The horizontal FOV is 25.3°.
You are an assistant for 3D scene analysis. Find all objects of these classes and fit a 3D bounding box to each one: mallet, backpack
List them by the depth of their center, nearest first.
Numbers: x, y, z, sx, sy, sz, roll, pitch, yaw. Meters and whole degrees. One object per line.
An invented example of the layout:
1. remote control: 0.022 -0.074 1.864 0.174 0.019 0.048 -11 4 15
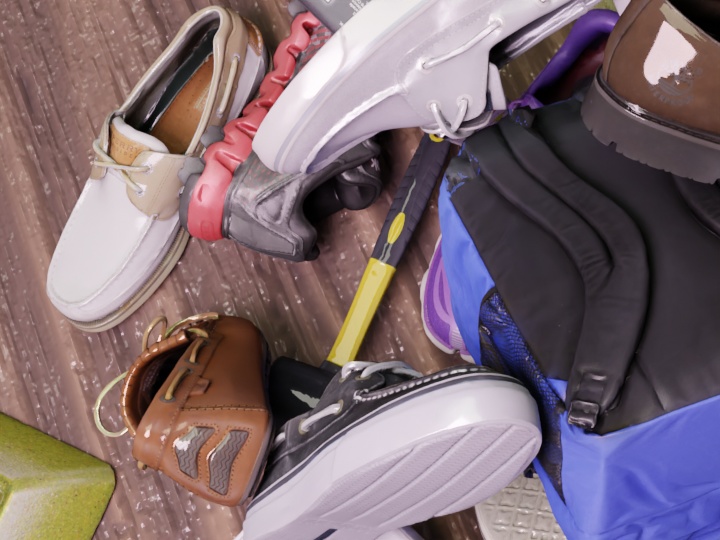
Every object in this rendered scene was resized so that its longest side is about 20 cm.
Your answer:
1. backpack: 0.119 0.024 0.722 0.161 0.169 0.201 -16 48 -14
2. mallet: 0.000 0.000 0.858 0.065 0.041 0.202 15 80 11

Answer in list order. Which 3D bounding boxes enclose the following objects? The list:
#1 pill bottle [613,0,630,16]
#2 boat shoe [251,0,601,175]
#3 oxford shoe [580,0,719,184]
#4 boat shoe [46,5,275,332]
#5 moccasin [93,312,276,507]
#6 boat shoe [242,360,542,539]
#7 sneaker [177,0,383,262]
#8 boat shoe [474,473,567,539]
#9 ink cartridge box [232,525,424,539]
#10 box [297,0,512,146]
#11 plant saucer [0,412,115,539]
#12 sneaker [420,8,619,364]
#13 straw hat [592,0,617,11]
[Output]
1. pill bottle: 0.220 -0.167 0.751 0.199 0.113 0.113 -26 61 -29
2. boat shoe: 0.043 -0.098 0.718 0.199 0.072 0.069 -38 82 0
3. oxford shoe: 0.197 -0.072 0.651 0.198 0.085 0.073 11 34 -8
4. boat shoe: -0.123 -0.063 0.914 0.074 0.068 0.201 26 81 24
5. moccasin: -0.089 0.062 0.799 0.077 0.202 0.074 20 104 -10
6. boat shoe: 0.003 0.071 0.687 0.200 0.072 0.072 -34 48 49
7. sneaker: -0.016 -0.089 0.891 0.097 0.071 0.201 28 73 11
8. boat shoe: 0.111 0.148 0.769 0.074 0.062 0.201 -29 50 -3
9. ink cartridge box: 0.009 0.210 0.766 0.144 0.084 0.200 -47 65 -2
10. box: -0.009 -0.143 0.814 0.200 0.110 0.035 45 99 8
11. plant saucer: -0.264 0.161 0.891 0.198 0.048 0.201 21 78 23
12. sneaker: 0.086 -0.050 0.835 0.080 0.083 0.201 23 81 24
13. straw hat: 0.195 -0.206 0.855 0.199 0.085 0.203 -6 70 15
